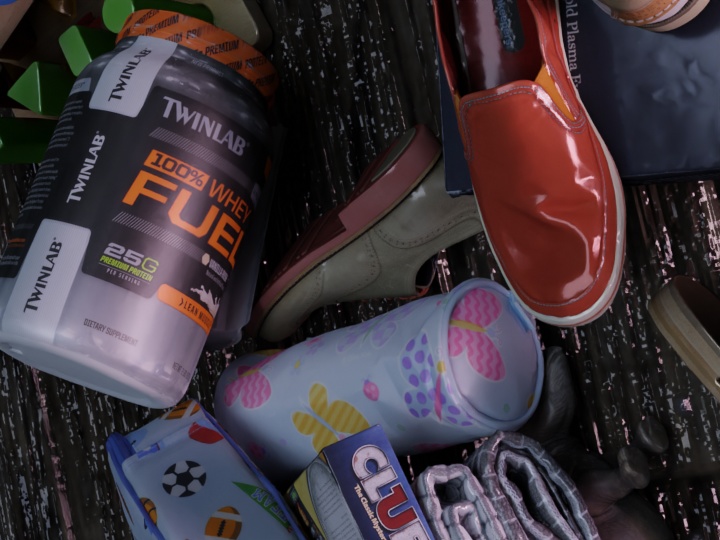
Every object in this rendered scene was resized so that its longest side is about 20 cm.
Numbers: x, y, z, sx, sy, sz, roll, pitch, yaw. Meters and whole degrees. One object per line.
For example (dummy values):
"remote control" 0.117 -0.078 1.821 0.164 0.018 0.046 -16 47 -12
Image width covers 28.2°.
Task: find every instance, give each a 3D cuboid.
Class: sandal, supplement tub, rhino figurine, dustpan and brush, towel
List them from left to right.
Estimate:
"supplement tub" -0.123 -0.035 0.801 0.122 0.122 0.202 11 75 30
"dustpan and brush" -0.122 -0.010 0.909 0.199 0.057 0.141 -5 64 34
"towel" 0.085 0.195 0.741 0.201 0.085 0.166 64 160 13
"rhino figurine" 0.127 0.120 0.766 0.088 0.060 0.201 -49 65 35
"sandal" 0.201 0.104 0.717 0.070 0.077 0.212 -48 61 27

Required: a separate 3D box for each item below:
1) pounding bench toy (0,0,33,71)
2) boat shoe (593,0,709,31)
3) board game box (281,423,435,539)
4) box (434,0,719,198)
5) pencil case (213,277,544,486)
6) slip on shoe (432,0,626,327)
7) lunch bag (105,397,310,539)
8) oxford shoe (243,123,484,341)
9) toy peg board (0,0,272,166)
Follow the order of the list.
"pounding bench toy" -0.244 -0.169 0.837 0.156 0.124 0.201 -48 54 20
"boat shoe" 0.088 -0.199 0.648 0.075 0.068 0.201 -42 71 26
"board game box" 0.002 0.171 0.755 0.136 0.034 0.200 64 160 12
"box" 0.138 -0.143 0.721 0.181 0.104 0.202 -2 92 33
"pencil case" 0.008 0.066 0.801 0.199 0.091 0.084 -20 101 44
"slip on shoe" 0.073 -0.071 0.670 0.074 0.061 0.202 -13 88 30
"lunch bag" -0.069 0.182 0.792 0.200 0.075 0.161 52 156 39
"oxford shoe" 0.000 0.000 0.825 0.075 0.071 0.200 40 138 -9
"toy peg board" -0.193 -0.176 0.922 0.199 0.098 0.200 -36 75 27
